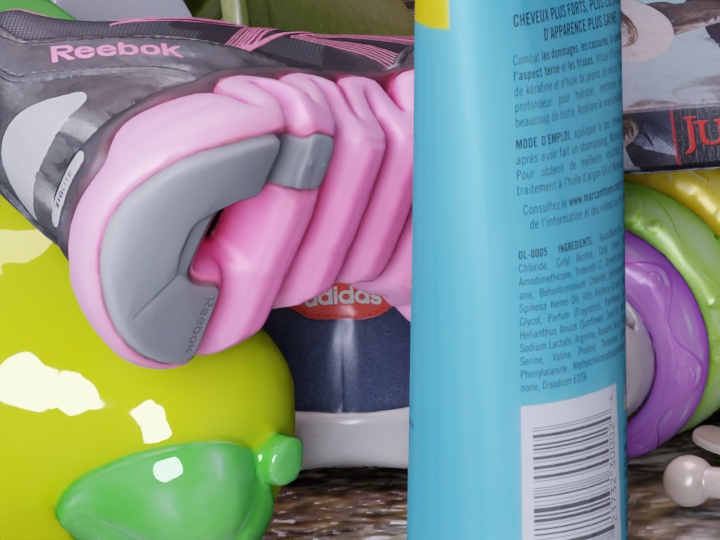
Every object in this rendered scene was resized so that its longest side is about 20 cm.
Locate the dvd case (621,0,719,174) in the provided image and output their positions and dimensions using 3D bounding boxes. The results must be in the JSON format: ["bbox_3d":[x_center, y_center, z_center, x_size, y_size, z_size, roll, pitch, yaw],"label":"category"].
[{"bbox_3d":[0.144,-0.068,0.786,0.199,0.022,0.146,-5,24,17],"label":"dvd case"}]

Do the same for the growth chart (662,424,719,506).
[{"bbox_3d":[0.183,0.042,0.767,0.144,0.018,0.200,4,12,38],"label":"growth chart"}]

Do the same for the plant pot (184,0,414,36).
[{"bbox_3d":[-0.072,-0.064,1.026,0.200,0.201,0.184,4,0,33],"label":"plant pot"}]

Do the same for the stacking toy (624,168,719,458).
[{"bbox_3d":[0.073,0.010,0.789,0.116,0.110,0.200,3,22,28],"label":"stacking toy"}]

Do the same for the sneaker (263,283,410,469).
[{"bbox_3d":[0.000,0.000,0.859,0.075,0.085,0.200,-3,9,-3],"label":"sneaker"}]

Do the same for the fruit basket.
[{"bbox_3d":[-0.105,0.022,0.709,0.215,0.156,0.216,24,36,-18],"label":"fruit basket"}]

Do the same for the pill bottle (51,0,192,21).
[{"bbox_3d":[-0.149,-0.036,0.898,0.199,0.113,0.113,-14,2,31],"label":"pill bottle"}]

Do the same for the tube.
[{"bbox_3d":[0.035,-0.022,0.624,0.050,0.201,0.077,6,14,25],"label":"tube"}]

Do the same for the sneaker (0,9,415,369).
[{"bbox_3d":[-0.019,-0.033,0.673,0.095,0.079,0.200,32,19,31],"label":"sneaker"}]
